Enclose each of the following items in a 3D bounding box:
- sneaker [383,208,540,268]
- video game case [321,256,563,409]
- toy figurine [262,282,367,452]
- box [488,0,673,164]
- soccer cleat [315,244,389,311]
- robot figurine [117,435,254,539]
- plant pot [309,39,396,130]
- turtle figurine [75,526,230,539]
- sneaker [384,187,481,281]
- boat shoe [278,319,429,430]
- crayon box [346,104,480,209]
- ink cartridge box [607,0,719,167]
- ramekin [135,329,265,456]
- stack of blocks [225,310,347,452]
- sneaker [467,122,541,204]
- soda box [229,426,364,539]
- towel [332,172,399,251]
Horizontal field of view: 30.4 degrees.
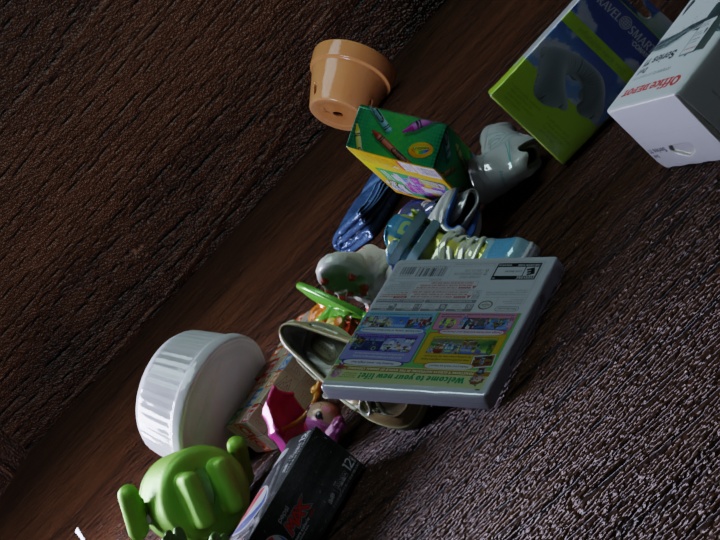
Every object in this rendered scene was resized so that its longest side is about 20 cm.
[{"bbox_3d":[0.095,-0.019,1.409,0.080,0.130,0.200,-54,13,-29],"label":"sneaker"},{"bbox_3d":[0.079,0.057,1.298,0.199,0.022,0.182,-1,44,39],"label":"video game case"},{"bbox_3d":[-0.031,0.133,1.505,0.200,0.150,0.185,20,82,52],"label":"toy figurine"},{"bbox_3d":[0.256,-0.234,1.505,0.200,0.122,0.048,-47,8,12],"label":"box"},{"bbox_3d":[0.000,0.000,1.606,0.069,0.200,0.078,-8,73,22],"label":"soccer cleat"},{"bbox_3d":[-0.206,0.277,1.630,0.175,0.116,0.200,-25,-1,-24],"label":"robot figurine"},{"bbox_3d":[-0.031,-0.411,3.014,0.200,0.199,0.141,-26,43,62],"label":"plant pot"},{"bbox_3d":[-0.241,0.335,1.521,0.194,0.144,0.200,-37,20,33],"label":"turtle figurine"},{"bbox_3d":[0.104,-0.058,1.606,0.146,0.080,0.200,-45,14,33],"label":"sneaker"},{"bbox_3d":[-0.008,0.104,1.375,0.200,0.063,0.073,34,100,45],"label":"boat shoe"},{"bbox_3d":[0.075,-0.135,1.634,0.200,0.118,0.059,33,-106,-66],"label":"crayon box"},{"bbox_3d":[0.334,-0.199,1.201,0.200,0.083,0.147,-53,11,-9],"label":"ink cartridge box"},{"bbox_3d":[-0.219,0.172,1.787,0.202,0.094,0.203,-40,-42,-49],"label":"ramekin"},{"bbox_3d":[-0.094,0.145,1.772,0.200,0.059,0.115,-55,13,-24],"label":"stack of blocks"},{"bbox_3d":[0.187,-0.138,1.636,0.080,0.071,0.200,-19,18,19],"label":"sneaker"},{"bbox_3d":[-0.079,0.258,1.332,0.063,0.071,0.200,-34,19,54],"label":"soda box"},{"bbox_3d":[0.023,-0.118,2.189,0.112,0.048,0.200,-36,18,51],"label":"towel"}]
